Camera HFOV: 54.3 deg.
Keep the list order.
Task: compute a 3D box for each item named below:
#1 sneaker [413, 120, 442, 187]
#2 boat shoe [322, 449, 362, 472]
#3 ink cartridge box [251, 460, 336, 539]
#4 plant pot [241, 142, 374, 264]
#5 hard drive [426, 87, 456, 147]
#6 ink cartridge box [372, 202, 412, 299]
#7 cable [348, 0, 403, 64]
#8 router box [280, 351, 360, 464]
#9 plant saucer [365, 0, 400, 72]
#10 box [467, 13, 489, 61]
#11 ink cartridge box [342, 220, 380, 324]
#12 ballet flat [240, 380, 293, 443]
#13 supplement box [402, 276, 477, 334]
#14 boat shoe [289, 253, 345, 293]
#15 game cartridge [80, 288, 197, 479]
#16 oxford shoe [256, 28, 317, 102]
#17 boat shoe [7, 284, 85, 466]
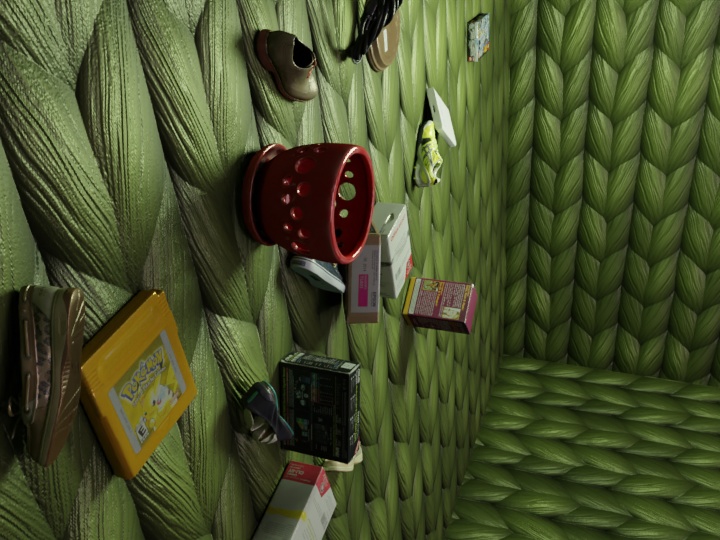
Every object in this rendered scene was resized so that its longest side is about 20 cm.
[{"bbox_3d":[0.207,-0.343,2.079,0.075,0.076,0.201,9,86,-68],"label":"sneaker"},{"bbox_3d":[-0.043,0.437,1.673,0.200,0.072,0.065,12,76,-72],"label":"boat shoe"},{"bbox_3d":[-0.133,0.515,1.425,0.200,0.083,0.145,-63,151,-44],"label":"ink cartridge box"},{"bbox_3d":[-0.090,-0.117,1.194,0.200,0.182,0.201,6,90,-70],"label":"plant pot"},{"bbox_3d":[0.252,-0.470,2.173,0.200,0.026,0.132,17,60,-70],"label":"hard drive"},{"bbox_3d":[0.066,-0.052,1.779,0.144,0.084,0.200,-60,151,-45],"label":"ink cartridge box"},{"bbox_3d":[0.037,-0.524,1.479,0.200,0.051,0.163,-63,-159,-4],"label":"cable"},{"bbox_3d":[-0.080,0.271,1.395,0.062,0.149,0.201,-34,129,-64],"label":"router box"},{"bbox_3d":[0.055,-0.574,1.664,0.200,0.029,0.201,8,90,-70],"label":"plant saucer"},{"bbox_3d":[0.434,-0.858,2.578,0.200,0.040,0.137,-52,142,-55],"label":"box"},{"bbox_3d":[0.000,0.000,1.550,0.165,0.075,0.201,-109,-160,-74],"label":"ink cartridge box"},{"bbox_3d":[-0.175,0.270,1.275,0.200,0.073,0.073,80,25,-52],"label":"ballet flat"},{"bbox_3d":[0.244,0.106,2.145,0.103,0.199,0.131,58,44,-59],"label":"supplement box"},{"bbox_3d":[-0.073,-0.018,1.431,0.200,0.071,0.091,43,59,-63],"label":"boat shoe"},{"bbox_3d":[-0.296,0.147,0.943,0.176,0.032,0.200,-59,150,-49],"label":"game cartridge"},{"bbox_3d":[-0.108,-0.348,1.225,0.200,0.075,0.071,31,67,-68],"label":"oxford shoe"},{"bbox_3d":[-0.347,0.114,0.771,0.073,0.062,0.201,-142,-120,-83],"label":"boat shoe"}]
